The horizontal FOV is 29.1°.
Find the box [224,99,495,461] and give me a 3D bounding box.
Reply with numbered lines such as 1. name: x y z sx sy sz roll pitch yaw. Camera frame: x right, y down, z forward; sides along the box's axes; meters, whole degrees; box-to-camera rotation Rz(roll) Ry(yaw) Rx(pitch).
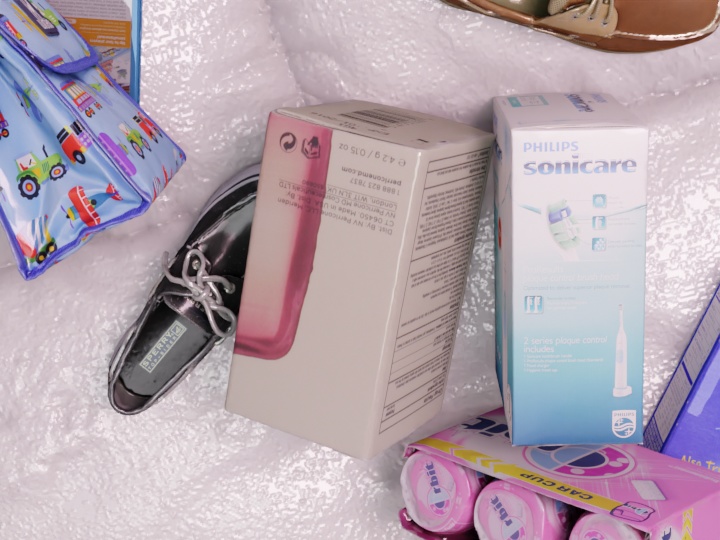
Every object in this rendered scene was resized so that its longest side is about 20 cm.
1. box: 0.000 0.000 0.893 0.109 0.128 0.201 17 106 22

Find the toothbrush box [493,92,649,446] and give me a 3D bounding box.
1. toothbrush box: 0.131 -0.006 0.892 0.085 0.146 0.201 -1 106 1

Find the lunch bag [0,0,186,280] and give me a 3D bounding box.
1. lunch bag: -0.206 -0.115 0.851 0.094 0.151 0.200 -30 103 9

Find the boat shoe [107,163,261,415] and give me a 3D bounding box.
1. boat shoe: -0.109 0.015 0.944 0.074 0.068 0.199 41 102 -9

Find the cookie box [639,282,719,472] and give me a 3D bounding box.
1. cookie box: 0.296 0.112 0.955 0.171 0.075 0.200 23 105 -3

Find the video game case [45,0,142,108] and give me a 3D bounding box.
1. video game case: -0.217 -0.163 0.926 0.143 0.018 0.201 4 105 0

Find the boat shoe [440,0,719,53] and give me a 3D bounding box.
1. boat shoe: 0.132 -0.178 0.883 0.199 0.074 0.076 8 105 -1

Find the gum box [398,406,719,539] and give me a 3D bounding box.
1. gum box: 0.130 0.152 0.906 0.200 0.113 0.066 15 109 41
